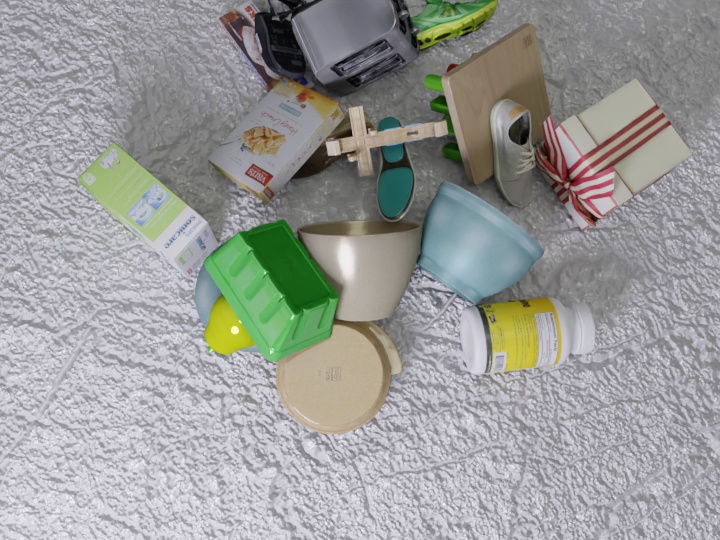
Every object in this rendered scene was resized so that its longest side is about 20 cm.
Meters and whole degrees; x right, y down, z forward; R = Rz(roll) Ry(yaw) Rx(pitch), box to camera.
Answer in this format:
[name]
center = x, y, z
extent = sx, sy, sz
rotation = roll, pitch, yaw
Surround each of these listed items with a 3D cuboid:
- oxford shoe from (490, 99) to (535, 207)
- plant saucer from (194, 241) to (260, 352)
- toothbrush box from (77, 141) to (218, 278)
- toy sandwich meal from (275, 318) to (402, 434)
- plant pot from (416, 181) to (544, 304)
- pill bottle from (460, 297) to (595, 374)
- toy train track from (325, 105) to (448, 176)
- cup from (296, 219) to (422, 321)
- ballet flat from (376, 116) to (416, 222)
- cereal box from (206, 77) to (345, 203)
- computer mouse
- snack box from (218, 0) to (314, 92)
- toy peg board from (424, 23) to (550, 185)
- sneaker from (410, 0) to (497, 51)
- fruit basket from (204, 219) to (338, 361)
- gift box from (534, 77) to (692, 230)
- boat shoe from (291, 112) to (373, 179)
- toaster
[oxford shoe]
center = 0.263, -0.189, 1.281
extent = 0.075, 0.201, 0.058
rotation = -36, 39, -26
[plant saucer]
center = -0.177, 0.034, 1.270
extent = 0.200, 0.039, 0.202
rotation = 1, 78, -3
[toothbrush box]
center = -0.335, -0.092, 1.231
extent = 0.200, 0.146, 0.086
rotation = 39, 78, 4
[toy sandwich meal]
center = -0.039, 0.164, 1.242
extent = 0.204, 0.070, 0.206
rotation = 0, 83, -1
[plant pot]
center = 0.174, -0.030, 1.236
extent = 0.200, 0.200, 0.134
rotation = 35, 91, 4
[pill bottle]
center = 0.270, 0.103, 1.248
extent = 0.199, 0.112, 0.113
rotation = -6, 79, -6
[toy train track]
center = 0.044, -0.214, 1.243
extent = 0.199, 0.033, 0.115
rotation = -10, 111, 0
[cup]
center = 0.000, 0.000, 1.227
extent = 0.199, 0.200, 0.144
rotation = -2, 101, -4
[ballet flat]
center = 0.062, -0.165, 1.302
extent = 0.069, 0.069, 0.201
rotation = -2, 67, -4
[cereal box]
center = -0.140, -0.219, 1.267
extent = 0.144, 0.040, 0.200
rotation = 32, 76, 33
[computer mouse]
center = -0.130, -0.409, 1.341
extent = 0.140, 0.046, 0.201
rotation = -9, 71, -42
[snack box]
center = -0.167, -0.384, 1.361
extent = 0.072, 0.024, 0.200
rotation = -35, 83, -11
[toy peg board]
center = 0.210, -0.286, 1.302
extent = 0.199, 0.098, 0.200
rotation = -36, 127, -21
[sneaker]
center = 0.153, -0.458, 1.372
extent = 0.199, 0.074, 0.084
rotation = -20, 85, -7
[fruit basket]
center = -0.154, 0.051, 1.189
extent = 0.155, 0.215, 0.216
rotation = -21, 79, -41
[gift box]
center = 0.404, -0.194, 1.277
extent = 0.186, 0.200, 0.185
rotation = -33, 78, -8
[boat shoe]
center = -0.072, -0.217, 1.320
extent = 0.199, 0.071, 0.065
rotation = -18, 45, 1
[toaster]
center = -0.010, -0.394, 1.278
extent = 0.199, 0.181, 0.119
rotation = -24, 82, 15
